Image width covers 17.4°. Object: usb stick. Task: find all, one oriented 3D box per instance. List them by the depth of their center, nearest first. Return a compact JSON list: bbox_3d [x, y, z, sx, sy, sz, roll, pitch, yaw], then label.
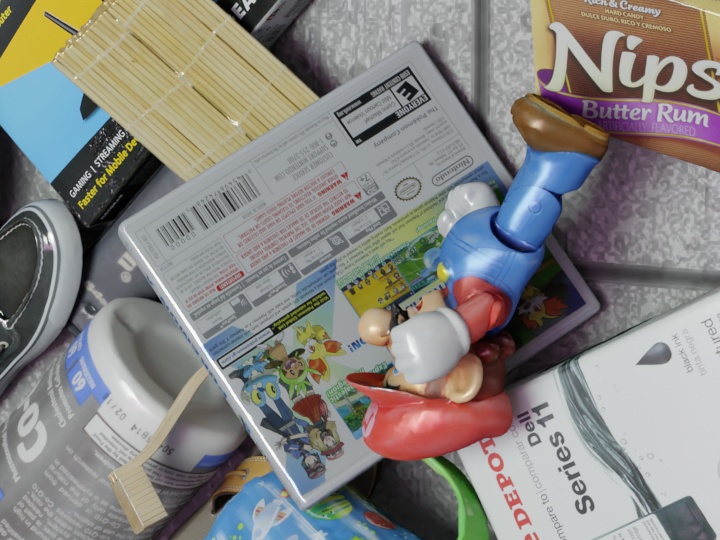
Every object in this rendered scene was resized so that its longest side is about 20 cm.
[{"bbox_3d":[-0.109,-0.030,1.380,0.055,0.033,0.200,41,116,-6],"label":"usb stick"}]

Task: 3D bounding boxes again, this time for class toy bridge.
[{"bbox_3d":[-0.051,0.070,1.307,0.199,0.027,0.068,-28,86,-18],"label":"toy bridge"}]

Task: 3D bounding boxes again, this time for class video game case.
[{"bbox_3d":[0.000,0.000,1.274,0.199,0.022,0.183,-33,82,-14],"label":"video game case"}]

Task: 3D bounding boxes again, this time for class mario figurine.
[{"bbox_3d":[0.046,0.001,1.203,0.106,0.123,0.201,29,95,35],"label":"mario figurine"}]

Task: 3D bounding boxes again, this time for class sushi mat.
[{"bbox_3d":[-0.071,-0.083,1.319,0.200,0.012,0.096,42,113,-14],"label":"sushi mat"}]

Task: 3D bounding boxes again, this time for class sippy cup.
[{"bbox_3d":[-0.017,0.178,1.281,0.130,0.177,0.140,44,155,37],"label":"sippy cup"}]

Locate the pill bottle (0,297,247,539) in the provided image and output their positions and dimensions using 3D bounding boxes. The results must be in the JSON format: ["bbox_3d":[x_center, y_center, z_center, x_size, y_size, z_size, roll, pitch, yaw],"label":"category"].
[{"bbox_3d":[-0.164,0.121,1.390,0.114,0.114,0.200,48,115,12],"label":"pill bottle"}]

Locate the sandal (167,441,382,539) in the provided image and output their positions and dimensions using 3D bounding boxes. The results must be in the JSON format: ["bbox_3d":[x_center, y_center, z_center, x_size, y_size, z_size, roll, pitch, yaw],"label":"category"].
[{"bbox_3d":[-0.060,0.138,1.375,0.200,0.055,0.082,-44,79,25],"label":"sandal"}]

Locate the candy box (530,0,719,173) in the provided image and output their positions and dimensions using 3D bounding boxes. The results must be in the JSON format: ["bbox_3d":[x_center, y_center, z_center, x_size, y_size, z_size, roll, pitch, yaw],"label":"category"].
[{"bbox_3d":[0.183,-0.106,1.181,0.199,0.057,0.117,20,146,21],"label":"candy box"}]

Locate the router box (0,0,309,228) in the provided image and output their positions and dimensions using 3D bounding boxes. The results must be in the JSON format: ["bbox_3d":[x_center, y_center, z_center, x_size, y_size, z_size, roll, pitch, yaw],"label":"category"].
[{"bbox_3d":[-0.136,-0.147,1.365,0.149,0.051,0.200,48,117,11],"label":"router box"}]

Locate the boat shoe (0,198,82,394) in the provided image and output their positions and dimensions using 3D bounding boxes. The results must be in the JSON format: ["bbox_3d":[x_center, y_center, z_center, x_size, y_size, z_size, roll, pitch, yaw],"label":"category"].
[{"bbox_3d":[-0.230,0.035,1.417,0.069,0.056,0.200,55,130,22],"label":"boat shoe"}]

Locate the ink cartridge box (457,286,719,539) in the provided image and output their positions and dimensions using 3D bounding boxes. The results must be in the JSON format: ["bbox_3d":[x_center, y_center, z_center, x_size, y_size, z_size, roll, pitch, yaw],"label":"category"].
[{"bbox_3d":[0.165,0.100,1.241,0.199,0.083,0.147,-28,85,28],"label":"ink cartridge box"}]

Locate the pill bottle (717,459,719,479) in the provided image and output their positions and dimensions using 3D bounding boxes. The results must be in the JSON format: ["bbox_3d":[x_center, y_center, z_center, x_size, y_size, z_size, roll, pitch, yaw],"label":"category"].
[{"bbox_3d":[0.258,0.033,1.105,0.112,0.112,0.201,26,88,20],"label":"pill bottle"}]
